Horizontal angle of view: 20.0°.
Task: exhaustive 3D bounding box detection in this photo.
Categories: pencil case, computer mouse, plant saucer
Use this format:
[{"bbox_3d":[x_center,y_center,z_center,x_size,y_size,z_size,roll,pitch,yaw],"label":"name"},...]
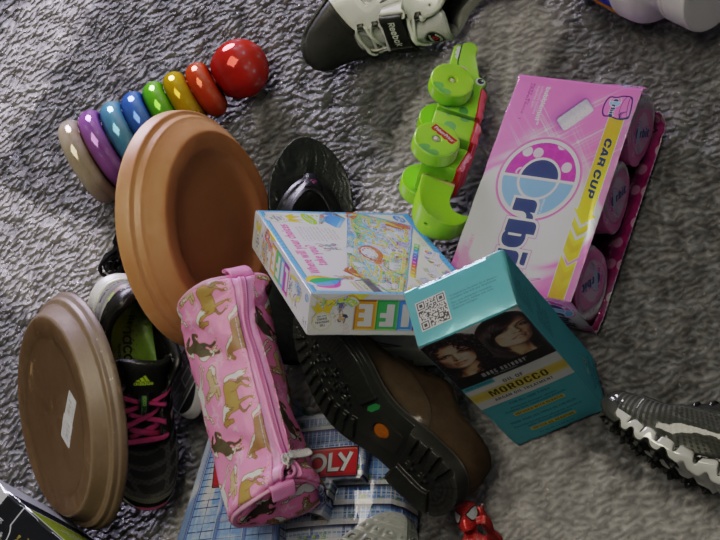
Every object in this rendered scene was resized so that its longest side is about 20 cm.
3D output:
[{"bbox_3d":[-0.087,0.098,1.594,0.086,0.083,0.201,-26,63,19],"label":"pencil case"},{"bbox_3d":[-0.165,0.039,1.765,0.201,0.044,0.110,62,142,26],"label":"computer mouse"},{"bbox_3d":[-0.130,-0.036,1.699,0.037,0.200,0.201,-8,62,31],"label":"plant saucer"},{"bbox_3d":[-0.245,0.119,1.708,0.200,0.029,0.201,20,113,58],"label":"plant saucer"}]

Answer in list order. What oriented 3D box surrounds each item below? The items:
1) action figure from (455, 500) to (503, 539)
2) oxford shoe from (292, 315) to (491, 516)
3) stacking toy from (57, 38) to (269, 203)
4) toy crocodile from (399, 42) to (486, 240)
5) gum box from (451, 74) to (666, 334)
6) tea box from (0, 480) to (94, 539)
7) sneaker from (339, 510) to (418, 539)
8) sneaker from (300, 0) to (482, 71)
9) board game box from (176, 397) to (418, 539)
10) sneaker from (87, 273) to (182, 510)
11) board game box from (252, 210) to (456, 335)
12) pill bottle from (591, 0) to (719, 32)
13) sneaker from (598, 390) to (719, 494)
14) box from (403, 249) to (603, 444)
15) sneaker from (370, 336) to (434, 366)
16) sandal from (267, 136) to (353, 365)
[{"bbox_3d":[0.080,0.255,1.510,0.065,0.099,0.201,-14,58,16],"label":"action figure"},{"bbox_3d":[0.024,0.099,1.596,0.200,0.084,0.073,50,133,11],"label":"oxford shoe"},{"bbox_3d":[-0.172,-0.144,1.856,0.199,0.085,0.086,-30,55,5],"label":"stacking toy"},{"bbox_3d":[0.075,-0.111,1.700,0.061,0.068,0.201,16,47,0],"label":"toy crocodile"},{"bbox_3d":[0.160,-0.061,1.643,0.113,0.066,0.201,10,71,32],"label":"gum box"},{"bbox_3d":[-0.276,0.305,1.646,0.196,0.134,0.200,34,84,36],"label":"tea box"},{"bbox_3d":[-0.011,0.273,1.535,0.074,0.087,0.201,24,89,7],"label":"sneaker"},{"bbox_3d":[0.040,-0.225,1.785,0.200,0.074,0.089,-33,53,10],"label":"sneaker"},{"bbox_3d":[-0.053,0.169,1.643,0.199,0.062,0.201,-9,63,24],"label":"board game box"},{"bbox_3d":[-0.186,0.100,1.694,0.073,0.087,0.201,-5,87,-18],"label":"sneaker"},{"bbox_3d":[0.000,0.000,1.615,0.200,0.134,0.034,-126,40,-65],"label":"board game box"},{"bbox_3d":[0.218,-0.273,1.694,0.200,0.112,0.112,35,84,36],"label":"pill bottle"},{"bbox_3d":[0.273,0.122,1.497,0.199,0.066,0.091,25,76,31],"label":"sneaker"},{"bbox_3d":[0.112,0.061,1.525,0.082,0.200,0.049,-24,56,15],"label":"box"},{"bbox_3d":[0.068,0.045,1.635,0.199,0.072,0.073,-3,71,25],"label":"sneaker"},{"bbox_3d":[-0.043,-0.021,1.725,0.075,0.048,0.201,9,71,-12],"label":"sandal"}]
